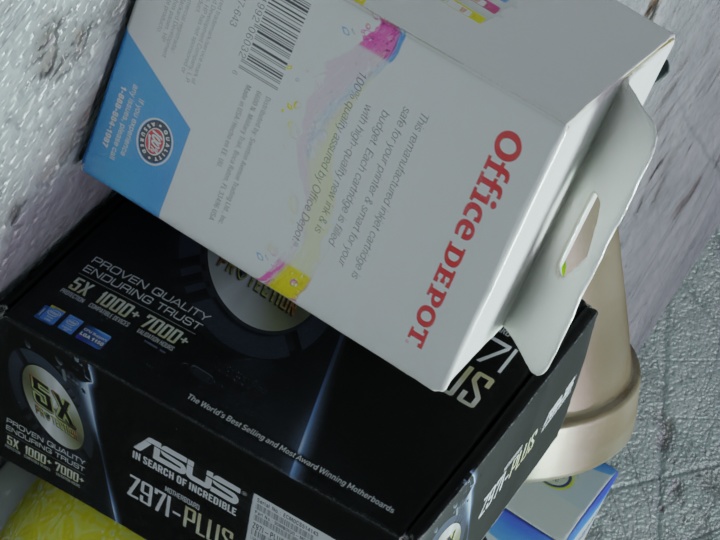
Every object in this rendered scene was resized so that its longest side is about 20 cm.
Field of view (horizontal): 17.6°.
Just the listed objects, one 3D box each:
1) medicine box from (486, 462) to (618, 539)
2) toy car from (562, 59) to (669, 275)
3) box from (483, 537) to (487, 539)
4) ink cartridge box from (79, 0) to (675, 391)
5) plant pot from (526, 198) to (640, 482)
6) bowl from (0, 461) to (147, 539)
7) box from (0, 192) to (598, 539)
[{"bbox_3d":[0.075,0.195,1.809,0.103,0.182,0.200,-48,164,-42],"label":"medicine box"},{"bbox_3d":[0.064,-0.088,1.086,0.200,0.164,0.158,-39,158,-47],"label":"toy car"},{"bbox_3d":[-0.013,0.261,1.712,0.199,0.049,0.162,-12,141,-26],"label":"box"},{"bbox_3d":[0.017,-0.060,0.914,0.125,0.200,0.129,-40,158,-56],"label":"ink cartridge box"},{"bbox_3d":[0.085,0.008,1.453,0.200,0.199,0.174,-41,142,-54],"label":"plant pot"},{"bbox_3d":[-0.118,0.133,1.063,0.200,0.107,0.200,-55,168,-18],"label":"bowl"},{"bbox_3d":[-0.029,0.045,0.972,0.164,0.199,0.086,-46,157,-42],"label":"box"}]
